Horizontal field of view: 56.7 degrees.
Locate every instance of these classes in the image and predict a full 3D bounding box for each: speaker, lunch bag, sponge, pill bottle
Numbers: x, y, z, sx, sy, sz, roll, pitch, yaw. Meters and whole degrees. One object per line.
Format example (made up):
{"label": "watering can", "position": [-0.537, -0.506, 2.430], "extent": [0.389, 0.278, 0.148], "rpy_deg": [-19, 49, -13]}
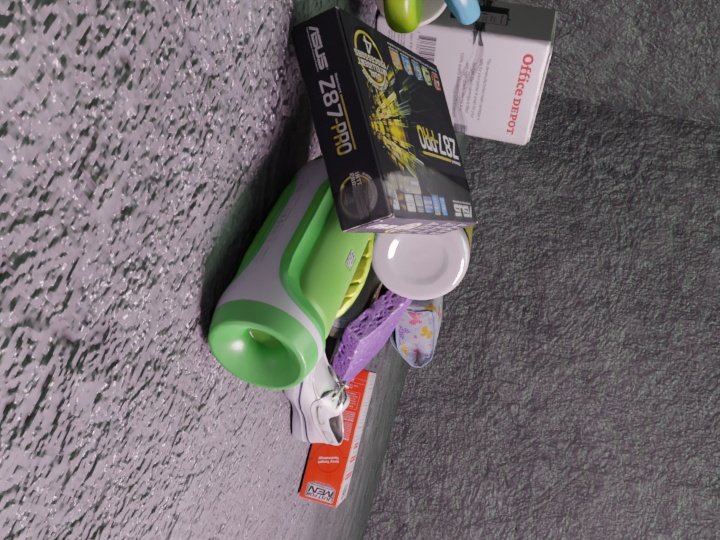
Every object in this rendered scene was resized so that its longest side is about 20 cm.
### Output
{"label": "speaker", "position": [-0.044, -0.008, 0.524], "extent": [0.089, 0.088, 0.200], "rpy_deg": [94, 13, -45]}
{"label": "lunch bag", "position": [0.148, 0.129, 1.728], "extent": [0.170, 0.127, 0.200], "rpy_deg": [-69, 158, -50]}
{"label": "sponge", "position": [0.009, 0.091, 0.894], "extent": [0.112, 0.030, 0.200], "rpy_deg": [-42, 167, -29]}
{"label": "pill bottle", "position": [0.082, -0.055, 0.818], "extent": [0.200, 0.112, 0.113], "rpy_deg": [-65, 165, -63]}

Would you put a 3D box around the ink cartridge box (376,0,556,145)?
{"label": "ink cartridge box", "position": [0.123, -0.248, 0.812], "extent": [0.147, 0.200, 0.083], "rpy_deg": [92, 14, -50]}

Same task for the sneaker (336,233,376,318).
{"label": "sneaker", "position": [-0.013, -0.029, 0.703], "extent": [0.084, 0.074, 0.200], "rpy_deg": [76, 28, -62]}

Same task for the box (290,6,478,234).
{"label": "box", "position": [0.029, -0.112, 0.563], "extent": [0.200, 0.049, 0.161], "rpy_deg": [-3, 80, -62]}

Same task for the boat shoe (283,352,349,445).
{"label": "boat shoe", "position": [-0.044, 0.140, 0.778], "extent": [0.200, 0.067, 0.074], "rpy_deg": [91, 15, -52]}

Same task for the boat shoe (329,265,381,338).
{"label": "boat shoe", "position": [0.000, 0.000, 0.884], "extent": [0.200, 0.072, 0.062], "rpy_deg": [-58, 175, -34]}

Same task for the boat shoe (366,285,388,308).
{"label": "boat shoe", "position": [0.016, 0.040, 0.990], "extent": [0.070, 0.070, 0.200], "rpy_deg": [-65, 167, -54]}

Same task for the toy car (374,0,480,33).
{"label": "toy car", "position": [0.084, -0.323, 0.630], "extent": [0.175, 0.150, 0.200], "rpy_deg": [-28, 131, -78]}

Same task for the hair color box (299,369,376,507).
{"label": "hair color box", "position": [-0.032, 0.245, 1.015], "extent": [0.102, 0.061, 0.200], "rpy_deg": [56, 47, -77]}
